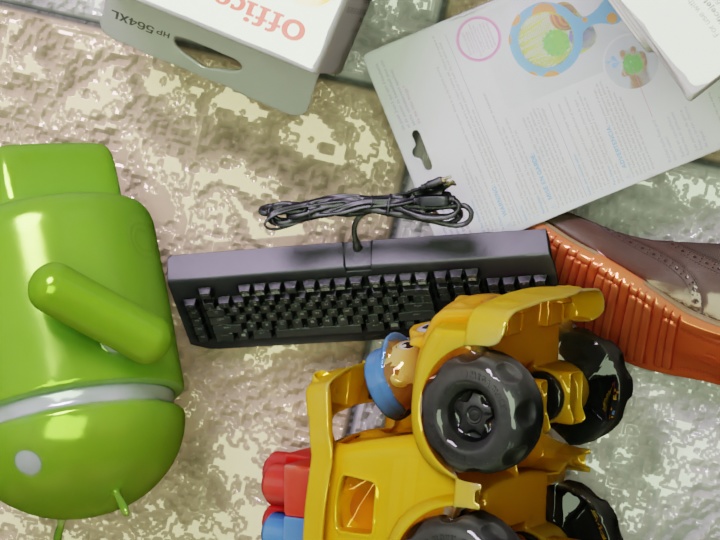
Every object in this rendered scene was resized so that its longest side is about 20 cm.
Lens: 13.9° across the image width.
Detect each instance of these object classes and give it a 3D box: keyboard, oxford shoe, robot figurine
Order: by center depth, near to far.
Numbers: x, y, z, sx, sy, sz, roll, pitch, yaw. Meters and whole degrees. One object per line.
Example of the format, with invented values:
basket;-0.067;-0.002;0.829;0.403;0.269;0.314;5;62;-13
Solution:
robot figurine;-0.153;0.037;1.514;0.116;0.175;0.200;-2;75;-32
keyboard;0.000;0.000;1.516;0.200;0.127;0.021;-5;51;8
oxford shoe;0.174;0.014;1.533;0.200;0.071;0.073;29;63;9

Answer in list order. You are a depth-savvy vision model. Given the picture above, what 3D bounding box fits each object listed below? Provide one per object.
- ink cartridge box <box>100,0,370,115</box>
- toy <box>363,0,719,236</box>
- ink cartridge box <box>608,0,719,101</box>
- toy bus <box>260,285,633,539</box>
ink cartridge box;-0.045;-0.189;1.498;0.128;0.125;0.200;22;95;3
toy;0.116;-0.096;1.530;0.200;0.047;0.115;-22;89;8
ink cartridge box;0.191;-0.197;1.386;0.200;0.147;0.145;-38;90;9
toy bus;0.029;0.100;1.511;0.192;0.136;0.200;9;100;31
